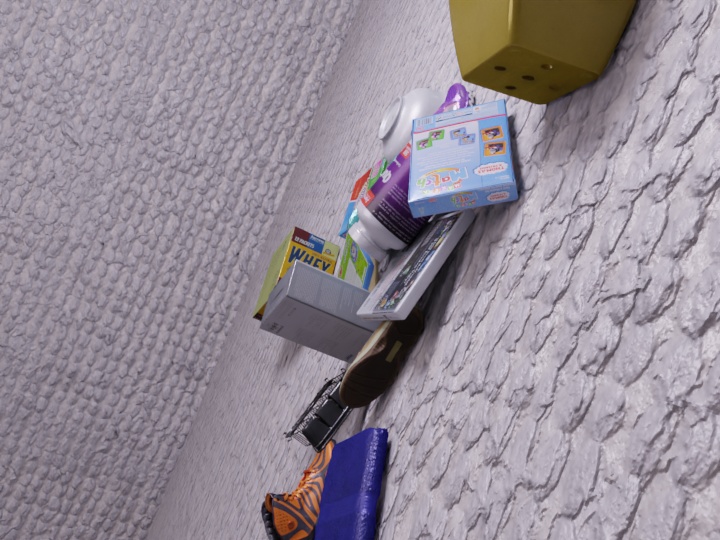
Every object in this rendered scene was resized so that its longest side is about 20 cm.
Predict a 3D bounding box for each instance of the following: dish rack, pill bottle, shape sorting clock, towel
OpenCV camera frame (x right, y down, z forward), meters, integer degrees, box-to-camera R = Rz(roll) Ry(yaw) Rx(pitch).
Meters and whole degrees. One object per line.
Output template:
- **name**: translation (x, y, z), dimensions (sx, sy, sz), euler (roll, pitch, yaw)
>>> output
- **dish rack**: translation (-0.066, 0.251, 1.181), dimensions (0.154, 0.054, 0.200), euler (-49, 2, -25)
- **pill bottle**: translation (0.070, -0.117, 1.112), dimensions (0.201, 0.112, 0.113), euler (-49, 20, 10)
- **shape sorting clock**: translation (0.000, 0.000, 1.309), dimensions (0.199, 0.038, 0.205), euler (176, 90, -68)
- **towel**: translation (-0.011, 0.345, 0.974), dimensions (0.147, 0.049, 0.203), euler (-38, 32, 47)

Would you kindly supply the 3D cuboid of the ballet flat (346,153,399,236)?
- **ballet flat**: translation (0.047, -0.128, 1.224), dimensions (0.201, 0.067, 0.071), euler (-54, -17, -13)

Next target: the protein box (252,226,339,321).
- **protein box**: translation (-0.169, 0.031, 1.723), dimensions (0.200, 0.133, 0.202), euler (-41, 30, 58)

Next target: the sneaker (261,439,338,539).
- **sneaker**: translation (-0.098, 0.366, 1.096), dimensions (0.078, 0.110, 0.203), euler (-45, 27, 51)

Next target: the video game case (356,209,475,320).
- **video game case**: translation (0.084, -0.005, 1.054), dimensions (0.201, 0.023, 0.181), euler (-54, 12, -15)

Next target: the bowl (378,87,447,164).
- **bowl**: translation (0.098, -0.300, 1.374), dimensions (0.202, 0.089, 0.203), euler (-57, 19, 31)

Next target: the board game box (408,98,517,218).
- **board game box**: translation (0.148, -0.168, 0.972), dimensions (0.148, 0.037, 0.202), euler (-9, 44, 16)

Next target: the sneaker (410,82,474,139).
- **sneaker**: translation (0.138, -0.254, 1.188), dimensions (0.204, 0.087, 0.080), euler (-70, 15, -10)

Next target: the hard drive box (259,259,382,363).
- **hard drive box**: translation (-0.064, 0.082, 1.204), dimensions (0.156, 0.197, 0.078), euler (-43, 28, 53)

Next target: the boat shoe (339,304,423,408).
- **boat shoe**: translation (0.034, 0.132, 1.068), dimensions (0.201, 0.071, 0.076), euler (-52, 16, 14)

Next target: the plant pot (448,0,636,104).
- **plant pot**: translation (0.227, -0.331, 0.848), dimensions (0.200, 0.196, 0.180), euler (173, 107, -71)

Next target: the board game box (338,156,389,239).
- **board game box**: translation (0.020, -0.163, 1.533), dimensions (0.200, 0.040, 0.156), euler (-28, 42, 66)
